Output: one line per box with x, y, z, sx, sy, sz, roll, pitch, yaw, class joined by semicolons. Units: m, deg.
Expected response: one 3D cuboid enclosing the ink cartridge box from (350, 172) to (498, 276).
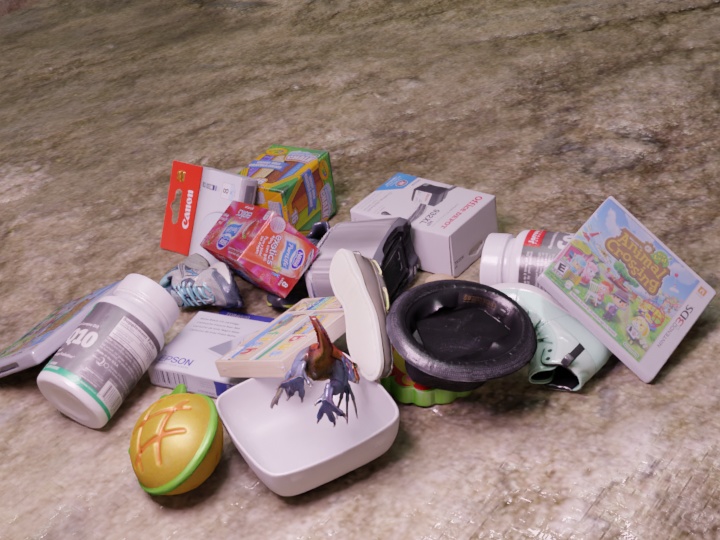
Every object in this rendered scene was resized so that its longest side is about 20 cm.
0.106;-0.077;1.725;0.199;0.084;0.145;17;40;34;ink cartridge box

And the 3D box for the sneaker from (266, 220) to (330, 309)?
-0.095;-0.008;1.664;0.073;0.081;0.200;5;34;21;sneaker

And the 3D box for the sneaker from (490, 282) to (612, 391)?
0.232;0.090;1.417;0.199;0.074;0.118;24;43;25;sneaker

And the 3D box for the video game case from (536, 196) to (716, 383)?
0.362;0.022;1.419;0.200;0.022;0.182;43;62;5;video game case

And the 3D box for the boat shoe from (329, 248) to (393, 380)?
0.013;0.057;1.388;0.060;0.072;0.203;10;46;-32;boat shoe

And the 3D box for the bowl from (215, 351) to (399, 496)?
-0.064;0.200;1.329;0.199;0.075;0.200;-22;33;-21;bowl

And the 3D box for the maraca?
-0.238;0.210;1.324;0.137;0.107;0.200;-49;27;-9;maraca

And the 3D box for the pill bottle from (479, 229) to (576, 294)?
0.281;0.000;1.528;0.199;0.115;0.114;6;34;22;pill bottle

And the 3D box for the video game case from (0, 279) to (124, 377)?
-0.457;0.090;1.560;0.181;0.022;0.200;-19;19;42;video game case

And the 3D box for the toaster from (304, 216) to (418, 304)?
0.000;0.000;1.601;0.128;0.114;0.200;0;34;24;toaster

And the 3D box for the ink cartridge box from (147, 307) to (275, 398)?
-0.175;0.110;1.532;0.198;0.041;0.200;7;34;25;ink cartridge box

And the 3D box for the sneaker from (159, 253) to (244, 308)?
-0.251;0.033;1.639;0.086;0.078;0.200;-30;21;-24;sneaker

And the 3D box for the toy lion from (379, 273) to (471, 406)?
0.101;0.104;1.465;0.199;0.069;0.191;-26;43;-27;toy lion

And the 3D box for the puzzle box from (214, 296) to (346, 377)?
-0.088;0.089;1.437;0.132;0.026;0.200;-5;21;40;puzzle box

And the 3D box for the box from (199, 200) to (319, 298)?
-0.158;-0.035;1.614;0.096;0.100;0.200;-54;25;-9;box

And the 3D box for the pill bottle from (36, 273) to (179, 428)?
-0.346;0.109;1.461;0.112;0.113;0.200;12;53;30;pill bottle

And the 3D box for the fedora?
0.126;0.100;1.364;0.199;0.092;0.201;6;40;-5;fedora

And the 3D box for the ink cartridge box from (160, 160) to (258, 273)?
-0.271;-0.094;1.771;0.199;0.161;0.047;16;10;33;ink cartridge box

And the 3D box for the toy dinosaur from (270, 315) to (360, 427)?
-0.031;0.114;1.257;0.104;0.201;0.182;25;28;0;toy dinosaur

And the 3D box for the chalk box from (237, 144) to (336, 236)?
-0.123;-0.139;1.842;0.123;0.126;0.200;11;38;29;chalk box
